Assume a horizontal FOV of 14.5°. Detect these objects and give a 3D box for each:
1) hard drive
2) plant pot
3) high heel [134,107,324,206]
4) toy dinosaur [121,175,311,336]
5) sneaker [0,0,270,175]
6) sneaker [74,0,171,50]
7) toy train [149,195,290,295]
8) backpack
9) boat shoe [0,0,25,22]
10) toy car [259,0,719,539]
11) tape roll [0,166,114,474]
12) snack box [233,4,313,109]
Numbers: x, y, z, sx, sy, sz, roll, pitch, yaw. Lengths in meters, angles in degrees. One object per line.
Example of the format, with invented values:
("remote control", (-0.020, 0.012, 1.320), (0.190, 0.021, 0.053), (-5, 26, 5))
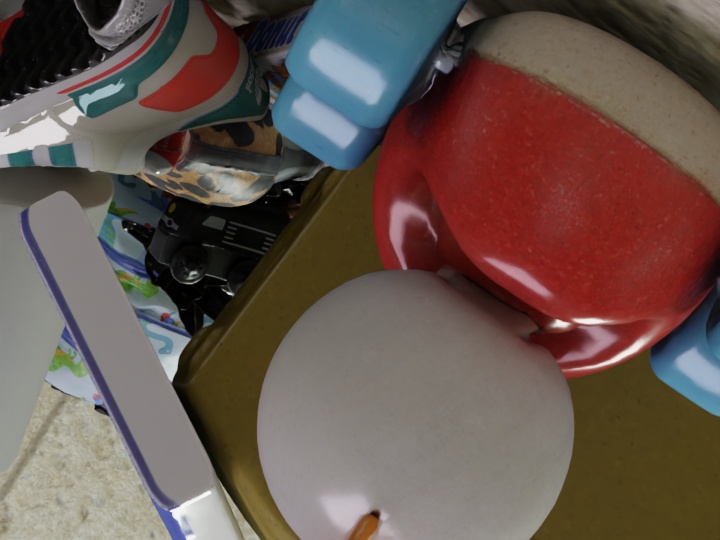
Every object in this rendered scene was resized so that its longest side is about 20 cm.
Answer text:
("hard drive", (-0.080, 0.066, 1.112), (0.132, 0.025, 0.200), (61, 174, 23))
("plant pot", (0.037, 0.058, 1.086), (0.200, 0.196, 0.194), (37, 175, -5))
("high heel", (-0.119, -0.077, 1.216), (0.199, 0.072, 0.143), (16, -173, 12))
("toy dinosaur", (-0.044, -0.013, 1.371), (0.199, 0.103, 0.136), (4, 176, 27))
("sneaker", (-0.121, -0.059, 1.110), (0.199, 0.071, 0.093), (-19, 139, 39))
("sneaker", (-0.105, -0.139, 0.867), (0.075, 0.082, 0.200), (24, 168, 45))
("toy train", (0.000, 0.000, 1.267), (0.199, 0.046, 0.034), (15, -167, -27))
("backpack", (-0.124, -0.002, 1.484), (0.163, 0.154, 0.201), (31, -146, -21))
("boat shoe", (-0.152, -0.131, 1.140), (0.200, 0.069, 0.072), (36, 171, -16))
("toy car", (0.028, 0.028, 0.870), (0.184, 0.201, 0.177), (33, 172, -1))
("tape roll", (-0.227, -0.008, 1.274), (0.202, 0.140, 0.203), (21, -167, -5))
("snack box", (-0.002, -0.071, 1.074), (0.072, 0.024, 0.200), (33, 172, -14))
